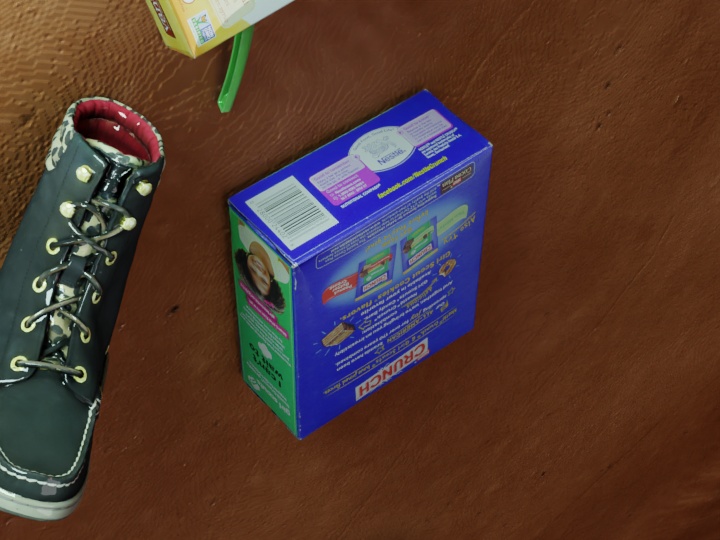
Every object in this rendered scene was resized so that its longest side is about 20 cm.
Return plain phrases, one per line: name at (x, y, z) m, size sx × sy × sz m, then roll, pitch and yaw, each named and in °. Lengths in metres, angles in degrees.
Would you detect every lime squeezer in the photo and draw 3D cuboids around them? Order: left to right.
lime squeezer at (-0.076, -0.151, 0.773) m, size 0.071 × 0.038 × 0.200 m, roll -42°, pitch 151°, yaw -5°

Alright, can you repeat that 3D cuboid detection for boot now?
boot at (-0.152, 0.013, 0.750) m, size 0.073 × 0.204 × 0.155 m, roll 17°, pitch 115°, yaw -18°

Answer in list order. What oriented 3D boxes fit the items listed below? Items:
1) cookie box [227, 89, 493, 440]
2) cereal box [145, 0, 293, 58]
cookie box at (0.000, 0.000, 1.015) m, size 0.170 × 0.075 × 0.201 m, roll -31°, pitch 147°, yaw -24°
cereal box at (-0.032, -0.212, 0.695) m, size 0.199 × 0.039 × 0.145 m, roll -34°, pitch 121°, yaw -18°
